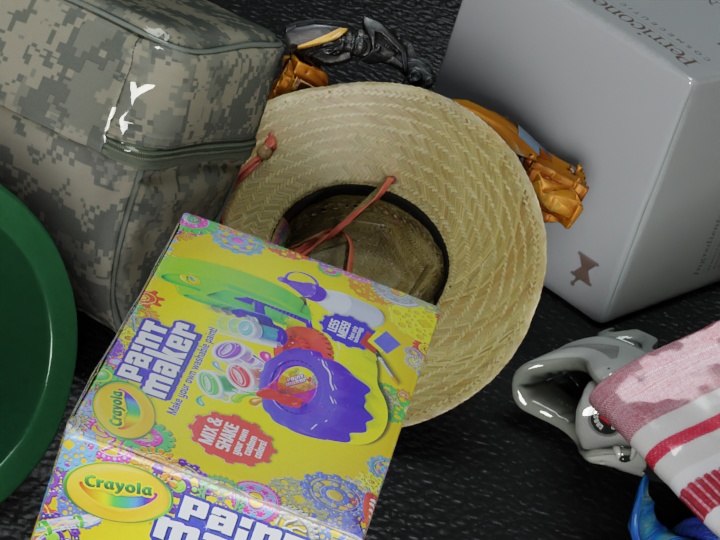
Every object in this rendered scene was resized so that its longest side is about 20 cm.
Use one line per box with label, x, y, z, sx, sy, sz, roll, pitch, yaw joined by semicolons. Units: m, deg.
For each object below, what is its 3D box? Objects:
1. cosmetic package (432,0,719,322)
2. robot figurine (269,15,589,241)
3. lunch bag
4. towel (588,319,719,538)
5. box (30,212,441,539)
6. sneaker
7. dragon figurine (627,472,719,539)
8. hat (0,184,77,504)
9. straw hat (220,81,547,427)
cosmetic package;0.165;-0.095;1.781;0.167;0.167;0.200;35;32;28
robot figurine;0.017;-0.052;1.634;0.199;0.145;0.058;25;19;-11
lunch bag;-0.159;-0.073;1.503;0.199;0.169;0.139;25;15;22
towel;0.224;0.086;1.439;0.144;0.023;0.200;-28;48;-17
box;-0.066;0.116;1.203;0.121;0.193;0.200;20;27;1
sneaker;0.159;0.082;1.527;0.088;0.075;0.199;-8;15;-40
dragon figurine;0.149;0.140;1.448;0.099;0.059;0.200;18;26;-3
hat;-0.242;0.030;1.376;0.175;0.166;0.200;10;-22;44
straw hat;0.000;0.000;1.572;0.200;0.202;0.085;25;-13;11
